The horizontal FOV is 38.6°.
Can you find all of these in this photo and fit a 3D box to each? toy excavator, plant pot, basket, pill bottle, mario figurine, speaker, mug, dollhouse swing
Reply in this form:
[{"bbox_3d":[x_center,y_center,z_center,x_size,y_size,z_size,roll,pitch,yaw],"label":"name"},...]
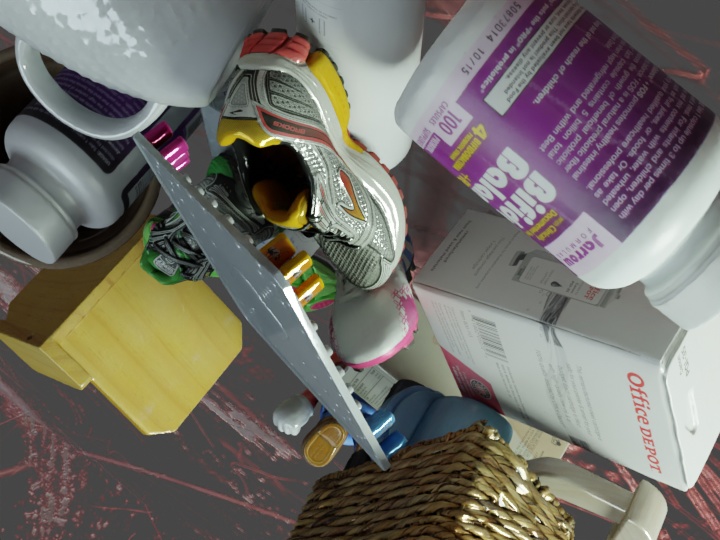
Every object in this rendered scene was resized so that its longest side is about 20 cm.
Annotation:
[{"bbox_3d":[0.105,0.159,0.789,0.194,0.100,0.200,41,148,-7],"label":"toy excavator"},{"bbox_3d":[-0.285,-0.101,0.992,0.200,0.201,0.175,42,172,-7],"label":"plant pot"},{"bbox_3d":[0.040,0.225,0.724,0.199,0.150,0.143,-28,110,40],"label":"basket"},{"bbox_3d":[0.124,-0.062,0.552,0.199,0.113,0.112,39,155,2],"label":"pill bottle"},{"bbox_3d":[-0.014,0.155,1.025,0.125,0.105,0.200,59,-170,-12],"label":"mario figurine"},{"bbox_3d":[-0.213,-0.107,0.829,0.110,0.201,0.112,30,156,15],"label":"pill bottle"},{"bbox_3d":[-0.001,-0.145,0.625,0.081,0.081,0.201,31,153,17],"label":"speaker"},{"bbox_3d":[-0.164,-0.177,0.690,0.174,0.148,0.201,32,125,-8],"label":"mug"},{"bbox_3d":[-0.270,0.065,1.189,0.180,0.201,0.177,9,142,46],"label":"dollhouse swing"}]

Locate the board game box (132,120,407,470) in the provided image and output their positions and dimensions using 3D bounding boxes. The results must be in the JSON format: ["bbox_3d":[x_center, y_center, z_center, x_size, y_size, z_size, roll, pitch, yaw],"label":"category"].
[{"bbox_3d":[-0.058,0.015,0.678,0.200,0.026,0.201,42,164,43],"label":"board game box"}]

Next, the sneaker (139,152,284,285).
[{"bbox_3d":[-0.120,-0.027,0.822,0.078,0.085,0.200,44,154,-8],"label":"sneaker"}]

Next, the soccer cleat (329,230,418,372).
[{"bbox_3d":[0.000,0.000,0.766,0.069,0.201,0.087,-24,109,12],"label":"soccer cleat"}]

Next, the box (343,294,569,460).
[{"bbox_3d":[0.086,0.121,0.938,0.199,0.078,0.095,39,155,1],"label":"box"}]

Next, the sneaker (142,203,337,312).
[{"bbox_3d":[-0.107,-0.023,0.986,0.197,0.084,0.077,21,133,1],"label":"sneaker"}]

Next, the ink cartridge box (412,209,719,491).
[{"bbox_3d":[0.153,0.054,0.733,0.198,0.083,0.148,19,148,38],"label":"ink cartridge box"}]

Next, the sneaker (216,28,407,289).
[{"bbox_3d":[-0.034,-0.049,0.640,0.077,0.083,0.201,5,146,32],"label":"sneaker"}]

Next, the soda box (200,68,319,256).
[{"bbox_3d":[-0.075,-0.078,0.852,0.068,0.064,0.201,31,153,21],"label":"soda box"}]
